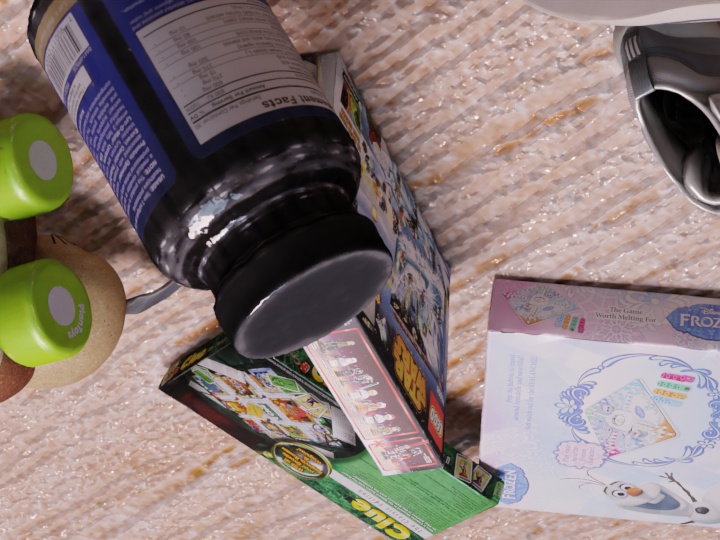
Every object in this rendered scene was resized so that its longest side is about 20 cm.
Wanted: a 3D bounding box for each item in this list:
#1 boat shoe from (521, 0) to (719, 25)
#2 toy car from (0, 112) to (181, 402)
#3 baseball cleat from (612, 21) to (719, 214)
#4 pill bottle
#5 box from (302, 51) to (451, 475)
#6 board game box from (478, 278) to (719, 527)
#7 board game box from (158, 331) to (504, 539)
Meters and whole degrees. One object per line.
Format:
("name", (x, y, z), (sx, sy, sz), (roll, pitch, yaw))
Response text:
("boat shoe", (0.163, -0.145, 1.124), (0.200, 0.075, 0.093), (10, -175, 33))
("toy car", (-0.187, 0.004, 1.365), (0.164, 0.158, 0.200), (-15, 168, 32))
("baseball cleat", (0.197, -0.057, 1.208), (0.200, 0.107, 0.070), (28, 134, -30))
("pill bottle", (-0.069, -0.063, 1.144), (0.112, 0.200, 0.112), (-26, 158, -11))
("box", (0.000, 0.000, 1.289), (0.040, 0.137, 0.200), (-10, 141, 17))
("board game box", (0.173, 0.086, 1.460), (0.198, 0.043, 0.200), (4, 144, 3))
("board game box", (-0.018, 0.103, 1.495), (0.200, 0.023, 0.105), (35, 141, -19))
